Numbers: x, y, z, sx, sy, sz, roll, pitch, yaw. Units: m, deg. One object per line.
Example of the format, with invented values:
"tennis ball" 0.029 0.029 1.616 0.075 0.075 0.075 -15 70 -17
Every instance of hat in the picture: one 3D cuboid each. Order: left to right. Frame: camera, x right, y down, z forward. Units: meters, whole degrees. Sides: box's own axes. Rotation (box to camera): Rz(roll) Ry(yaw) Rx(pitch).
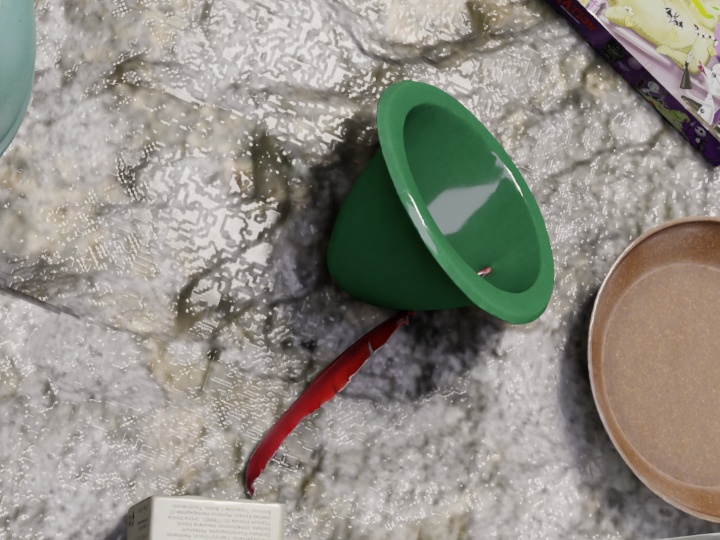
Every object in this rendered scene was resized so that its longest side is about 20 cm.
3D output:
"hat" 0.000 0.000 1.022 0.166 0.175 0.200 59 27 3

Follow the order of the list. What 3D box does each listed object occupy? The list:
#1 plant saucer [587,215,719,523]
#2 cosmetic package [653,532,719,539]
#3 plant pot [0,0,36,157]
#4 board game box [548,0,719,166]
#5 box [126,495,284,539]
"plant saucer" 0.229 0.066 1.083 0.199 0.037 0.202 6 74 -20
"cosmetic package" 0.253 0.255 0.973 0.166 0.166 0.202 0 77 -21
"plant pot" -0.264 -0.143 0.890 0.199 0.134 0.202 5 74 -19
"board game box" 0.212 -0.183 1.146 0.200 0.032 0.120 43 62 -6
"box" -0.088 0.227 0.901 0.081 0.068 0.202 8 74 -19
